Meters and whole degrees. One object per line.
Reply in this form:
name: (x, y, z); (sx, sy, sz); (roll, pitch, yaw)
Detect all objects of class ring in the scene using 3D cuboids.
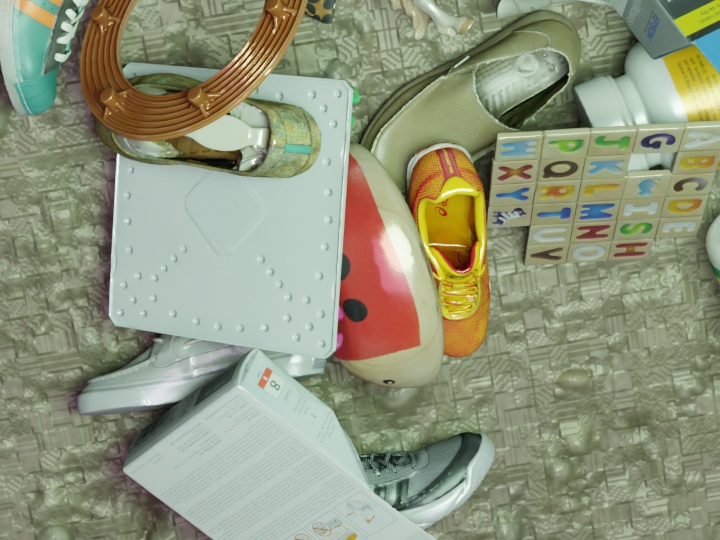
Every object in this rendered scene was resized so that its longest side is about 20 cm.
ring: (-0.123, -0.183, 1.496); (0.200, 0.201, 0.019); (-40, 137, 8)

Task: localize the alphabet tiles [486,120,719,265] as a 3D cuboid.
alphabet tiles: (0.178, -0.054, 1.563); (0.167, 0.200, 0.008); (-4, 63, -2)

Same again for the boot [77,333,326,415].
boot: (-0.129, 0.052, 1.625); (0.200, 0.074, 0.096); (-12, 83, 7)

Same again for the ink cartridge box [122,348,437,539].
ink cartridge box: (-0.057, 0.162, 1.591); (0.200, 0.050, 0.162); (38, 133, -18)

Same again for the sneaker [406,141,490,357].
sneaker: (0.064, -0.002, 1.588); (0.073, 0.077, 0.200); (-11, 132, -1)

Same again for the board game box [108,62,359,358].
board game box: (-0.094, -0.047, 1.547); (0.200, 0.026, 0.200); (8, 97, 29)

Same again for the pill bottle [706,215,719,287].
pill bottle: (0.346, 0.043, 1.607); (0.113, 0.113, 0.200); (-22, 114, 3)

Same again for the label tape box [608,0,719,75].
label tape box: (0.252, -0.217, 1.493); (0.144, 0.063, 0.200); (-26, 68, -19)

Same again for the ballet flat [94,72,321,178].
ballet flat: (-0.124, -0.104, 1.507); (0.200, 0.071, 0.071); (11, 108, 29)

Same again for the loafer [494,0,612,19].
loafer: (0.117, -0.220, 1.560); (0.200, 0.070, 0.070); (14, 109, 1)

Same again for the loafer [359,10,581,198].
loafer: (0.081, -0.124, 1.581); (0.200, 0.067, 0.076); (-39, 104, 7)

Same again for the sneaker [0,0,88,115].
sneaker: (-0.222, -0.211, 1.536); (0.080, 0.071, 0.200); (2, 104, 1)

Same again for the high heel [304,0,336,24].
high heel: (0.013, -0.275, 1.529); (0.200, 0.071, 0.143); (-22, 101, 19)

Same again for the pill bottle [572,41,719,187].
pill bottle: (0.266, -0.135, 1.566); (0.200, 0.113, 0.113); (-21, 106, 3)

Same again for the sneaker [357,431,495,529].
sneaker: (0.000, 0.157, 1.648); (0.200, 0.076, 0.114); (-29, 108, 7)

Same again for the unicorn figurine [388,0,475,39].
unicorn figurine: (0.065, -0.257, 1.474); (0.137, 0.074, 0.200); (43, 114, -5)

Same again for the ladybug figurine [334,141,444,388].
ladybug figurine: (0.000, 0.000, 1.572); (0.072, 0.136, 0.200); (-22, 100, -22)
